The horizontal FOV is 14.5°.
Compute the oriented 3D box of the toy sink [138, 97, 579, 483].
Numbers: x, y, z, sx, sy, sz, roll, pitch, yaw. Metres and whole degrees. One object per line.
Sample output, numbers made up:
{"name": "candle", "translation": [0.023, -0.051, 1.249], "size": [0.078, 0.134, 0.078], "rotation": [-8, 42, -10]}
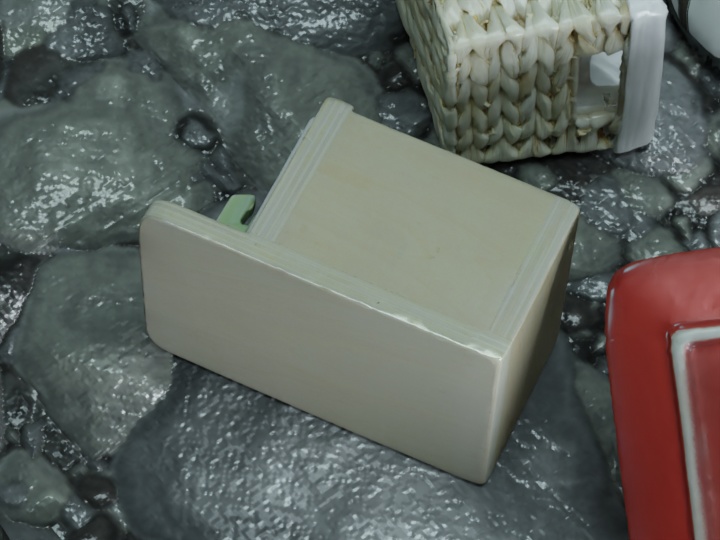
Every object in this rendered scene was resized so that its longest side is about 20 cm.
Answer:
{"name": "toy sink", "translation": [0.000, 0.000, 1.456], "size": [0.199, 0.131, 0.112], "rotation": [22, 59, 12]}

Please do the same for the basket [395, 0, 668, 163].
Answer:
{"name": "basket", "translation": [0.083, -0.171, 1.567], "size": [0.122, 0.136, 0.201], "rotation": [-12, 59, -5]}

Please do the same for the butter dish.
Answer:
{"name": "butter dish", "translation": [0.233, 0.083, 1.410], "size": [0.198, 0.148, 0.201], "rotation": [-7, 90, 12]}

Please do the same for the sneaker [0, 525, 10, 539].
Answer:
{"name": "sneaker", "translation": [-0.267, 0.139, 1.396], "size": [0.198, 0.079, 0.090], "rotation": [5, 64, 10]}

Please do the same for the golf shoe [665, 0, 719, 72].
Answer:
{"name": "golf shoe", "translation": [0.209, -0.202, 1.614], "size": [0.077, 0.095, 0.201], "rotation": [-9, 60, -10]}
